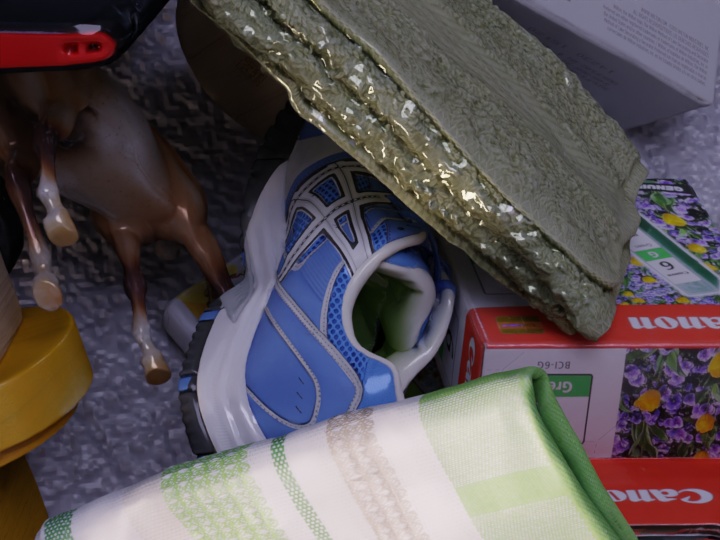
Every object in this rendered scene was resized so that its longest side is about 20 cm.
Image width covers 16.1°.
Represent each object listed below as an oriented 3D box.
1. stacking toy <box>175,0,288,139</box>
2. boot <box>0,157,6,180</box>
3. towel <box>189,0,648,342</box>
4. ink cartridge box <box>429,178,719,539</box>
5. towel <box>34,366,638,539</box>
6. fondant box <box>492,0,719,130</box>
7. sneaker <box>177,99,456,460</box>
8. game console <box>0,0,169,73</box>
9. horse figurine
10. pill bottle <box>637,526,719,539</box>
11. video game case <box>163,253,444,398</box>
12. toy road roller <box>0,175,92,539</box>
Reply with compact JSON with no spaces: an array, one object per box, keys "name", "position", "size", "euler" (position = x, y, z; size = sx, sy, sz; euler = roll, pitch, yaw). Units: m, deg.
[{"name":"stacking toy","position":[0.015,-0.140,1.039],"size":[0.085,0.085,0.200],"euler":[36,59,11]},{"name":"boot","position":[-0.225,-0.062,0.963],"size":[0.155,0.074,0.200],"euler":[-21,58,-19]},{"name":"towel","position":[0.023,-0.072,0.878],"size":[0.200,0.036,0.148],"euler":[41,24,-12]},{"name":"ink cartridge box","position":[0.087,0.029,0.891],"size":[0.109,0.050,0.200],"euler":[0,27,-10]},{"name":"towel","position":[0.004,0.117,0.811],"size":[0.149,0.200,0.031],"euler":[58,35,-17]},{"name":"fondant box","position":[0.084,-0.175,1.027],"size":[0.144,0.058,0.200],"euler":[25,65,-35]},{"name":"sneaker","position":[0.000,0.000,0.901],"size":[0.077,0.076,0.200],"euler":[-12,41,24]},{"name":"game console","position":[-0.141,-0.110,0.874],"size":[0.177,0.031,0.200],"euler":[-2,24,13]},{"name":"horse figurine","position":[-0.097,-0.033,0.890],"size":[0.050,0.200,0.133],"euler":[-30,55,16]},{"name":"pill bottle","position":[0.128,0.147,0.872],"size":[0.200,0.112,0.112],"euler":[22,61,-5]},{"name":"video game case","position":[0.055,0.042,0.978],"size":[0.182,0.023,0.200],"euler":[-34,73,-24]},{"name":"toy road roller","position":[-0.189,0.058,0.872],"size":[0.200,0.123,0.146],"euler":[-17,105,7]}]
